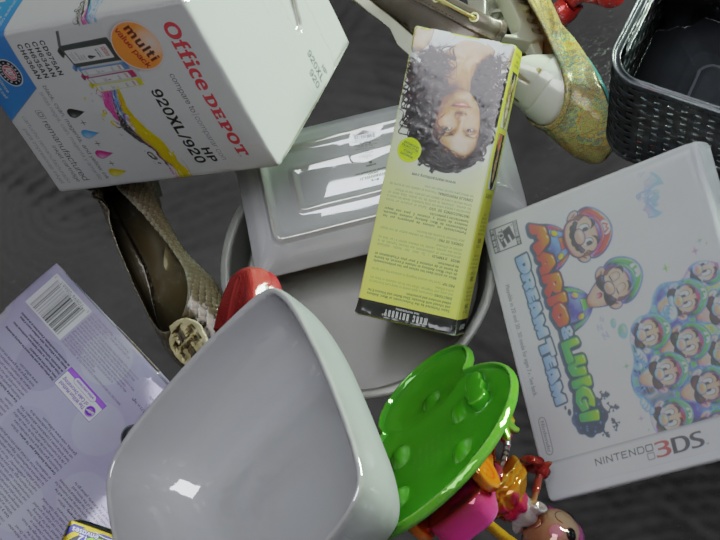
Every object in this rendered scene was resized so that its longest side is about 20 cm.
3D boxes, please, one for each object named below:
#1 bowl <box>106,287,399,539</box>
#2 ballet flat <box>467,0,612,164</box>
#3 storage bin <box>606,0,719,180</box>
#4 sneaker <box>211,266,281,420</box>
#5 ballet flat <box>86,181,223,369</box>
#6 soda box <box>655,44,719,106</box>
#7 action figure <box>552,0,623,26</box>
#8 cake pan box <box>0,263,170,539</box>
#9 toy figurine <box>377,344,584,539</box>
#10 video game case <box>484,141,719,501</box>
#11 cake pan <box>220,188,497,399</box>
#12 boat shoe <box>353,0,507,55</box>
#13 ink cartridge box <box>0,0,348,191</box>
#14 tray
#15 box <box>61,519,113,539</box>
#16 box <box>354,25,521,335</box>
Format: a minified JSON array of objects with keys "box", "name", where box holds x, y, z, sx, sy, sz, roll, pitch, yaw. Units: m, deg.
[{"box":[-0.060,0.137,1.082,0.200,0.074,0.200,-46,43,20],"name":"bowl"},{"box":[0.122,-0.161,1.294,0.070,0.071,0.201,-21,66,0],"name":"ballet flat"},{"box":[0.274,-0.124,1.171,0.199,0.094,0.136,20,65,17],"name":"storage bin"},{"box":[-0.036,0.095,1.208,0.115,0.078,0.201,-4,99,-25],"name":"sneaker"},{"box":[-0.150,-0.007,1.279,0.067,0.046,0.201,-40,64,30],"name":"ballet flat"},{"box":[0.304,-0.096,1.248,0.199,0.071,0.064,16,70,13],"name":"soda box"},{"box":[0.222,-0.248,1.325,0.200,0.052,0.066,-36,65,-1],"name":"action figure"},{"box":[-0.223,0.121,1.255,0.184,0.052,0.200,-43,72,-10],"name":"cake pan box"},{"box":[0.099,0.165,1.151,0.150,0.200,0.184,-39,106,15],"name":"toy figurine"},{"box":[0.177,0.038,1.173,0.182,0.024,0.201,-21,78,40],"name":"video game case"},{"box":[0.000,0.000,1.273,0.199,0.037,0.201,-2,71,7],"name":"cake pan"},{"box":[0.033,-0.205,1.300,0.060,0.072,0.200,-53,50,13],"name":"boat shoe"},{"box":[-0.140,-0.161,1.235,0.199,0.148,0.145,-4,43,32],"name":"ink cartridge box"},{"box":[0.011,-0.068,1.264,0.199,0.022,0.108,-14,69,2],"name":"tray"},{"box":[-0.106,0.226,1.166,0.199,0.070,0.065,19,82,-1],"name":"box"},{"box":[0.054,-0.060,1.208,0.075,0.050,0.201,11,93,11],"name":"box"}]
